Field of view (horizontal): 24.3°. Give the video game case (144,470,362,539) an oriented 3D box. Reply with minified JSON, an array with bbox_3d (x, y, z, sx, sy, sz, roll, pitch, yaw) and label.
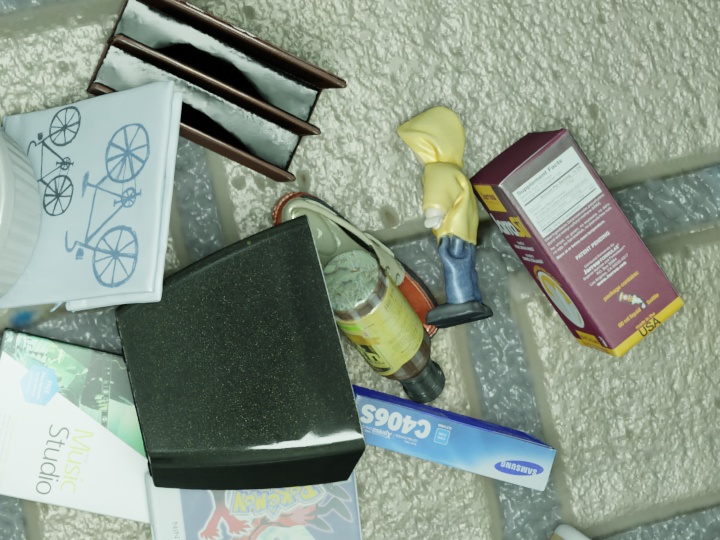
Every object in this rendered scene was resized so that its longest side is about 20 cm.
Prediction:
[{"bbox_3d":[-0.092,0.257,1.538,0.198,0.023,0.185,-10,100,-22],"label":"video game case"}]

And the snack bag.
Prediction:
[{"bbox_3d":[-0.239,-0.056,1.417,0.021,0.198,0.191,26,61,-54],"label":"snack bag"}]

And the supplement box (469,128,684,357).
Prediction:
[{"bbox_3d":[0.199,-0.027,1.561,0.085,0.110,0.201,-38,100,-7],"label":"supplement box"}]

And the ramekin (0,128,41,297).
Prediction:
[{"bbox_3d":[-0.360,-0.049,1.403,0.200,0.094,0.205,-4,78,21],"label":"ramekin"}]

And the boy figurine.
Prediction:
[{"bbox_3d":[0.076,-0.052,1.533,0.064,0.124,0.203,-12,83,15],"label":"boy figurine"}]

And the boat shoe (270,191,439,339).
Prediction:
[{"bbox_3d":[0.000,0.000,1.542,0.200,0.063,0.071,41,83,-14],"label":"boat shoe"}]

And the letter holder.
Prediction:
[{"bbox_3d":[-0.126,-0.162,1.461,0.198,0.142,0.102,24,88,-13],"label":"letter holder"}]

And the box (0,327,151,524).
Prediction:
[{"bbox_3d":[-0.241,0.144,1.510,0.198,0.036,0.146,13,90,-15],"label":"box"}]

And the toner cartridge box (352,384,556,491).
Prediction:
[{"bbox_3d":[0.073,0.153,1.552,0.198,0.095,0.044,16,92,-13],"label":"toner cartridge box"}]

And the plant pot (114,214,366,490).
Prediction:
[{"bbox_3d":[-0.110,0.091,1.430,0.175,0.200,0.202,-13,77,-10],"label":"plant pot"}]

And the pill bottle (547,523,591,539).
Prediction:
[{"bbox_3d":[0.182,0.353,1.580,0.115,0.116,0.201,35,86,-13],"label":"pill bottle"}]

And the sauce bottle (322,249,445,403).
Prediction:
[{"bbox_3d":[0.026,0.058,1.500,0.065,0.065,0.200,-44,139,-7],"label":"sauce bottle"}]
